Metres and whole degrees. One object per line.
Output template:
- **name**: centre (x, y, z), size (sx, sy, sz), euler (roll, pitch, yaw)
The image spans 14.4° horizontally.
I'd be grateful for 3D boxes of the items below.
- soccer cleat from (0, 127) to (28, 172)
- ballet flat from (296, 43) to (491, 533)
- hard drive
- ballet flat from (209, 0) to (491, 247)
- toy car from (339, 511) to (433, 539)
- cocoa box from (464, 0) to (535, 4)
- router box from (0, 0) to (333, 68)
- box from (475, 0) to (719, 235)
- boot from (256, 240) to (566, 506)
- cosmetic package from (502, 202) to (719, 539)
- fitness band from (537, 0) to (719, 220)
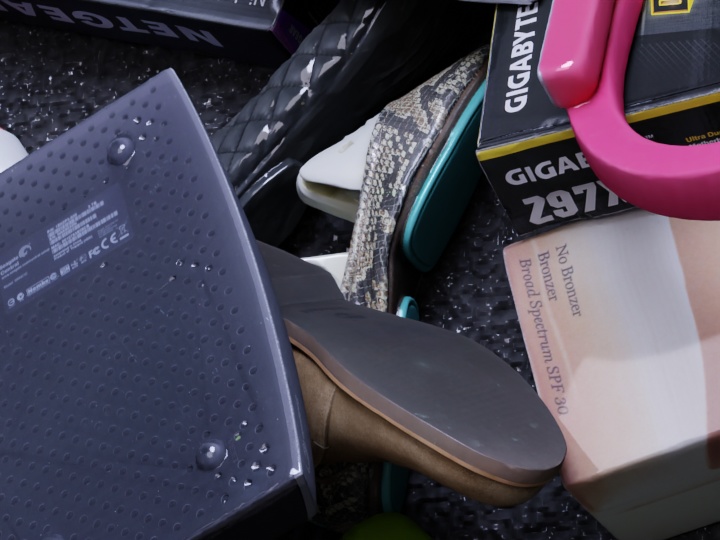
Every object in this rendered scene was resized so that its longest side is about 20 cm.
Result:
- **soccer cleat**: centre (-0.210, 0.020, 1.185), size (0.200, 0.069, 0.085), euler (-42, 65, 1)
- **ballet flat**: centre (0.000, 0.000, 1.102), size (0.075, 0.068, 0.200), euler (12, 79, 14)
- **hard drive**: centre (-0.086, 0.033, 1.002), size (0.135, 0.042, 0.200), euler (-31, 47, 12)
- **ballet flat**: centre (-0.007, -0.088, 1.141), size (0.200, 0.066, 0.057), euler (-48, 56, -1)
- **toy car**: centre (-0.001, 0.164, 0.969), size (0.164, 0.200, 0.158), euler (41, 90, 29)
- **cocoa box**: centre (0.034, -0.217, 1.087), size (0.133, 0.131, 0.200), euler (7, 51, 35)
- **router box**: centre (-0.093, -0.173, 1.213), size (0.200, 0.051, 0.149), euler (11, 75, 25)
- **box**: centre (0.131, -0.112, 1.054), size (0.160, 0.049, 0.200), euler (-12, 41, 21)
- **boot**: centre (-0.006, 0.051, 1.030), size (0.200, 0.074, 0.075), euler (27, 108, 43)
- **cosmetic package**: centre (0.164, 0.015, 1.020), size (0.200, 0.087, 0.103), euler (-21, 63, 13)
- **fitness band**: centre (0.139, -0.098, 0.968), size (0.144, 0.037, 0.200), euler (-5, 46, 25)
